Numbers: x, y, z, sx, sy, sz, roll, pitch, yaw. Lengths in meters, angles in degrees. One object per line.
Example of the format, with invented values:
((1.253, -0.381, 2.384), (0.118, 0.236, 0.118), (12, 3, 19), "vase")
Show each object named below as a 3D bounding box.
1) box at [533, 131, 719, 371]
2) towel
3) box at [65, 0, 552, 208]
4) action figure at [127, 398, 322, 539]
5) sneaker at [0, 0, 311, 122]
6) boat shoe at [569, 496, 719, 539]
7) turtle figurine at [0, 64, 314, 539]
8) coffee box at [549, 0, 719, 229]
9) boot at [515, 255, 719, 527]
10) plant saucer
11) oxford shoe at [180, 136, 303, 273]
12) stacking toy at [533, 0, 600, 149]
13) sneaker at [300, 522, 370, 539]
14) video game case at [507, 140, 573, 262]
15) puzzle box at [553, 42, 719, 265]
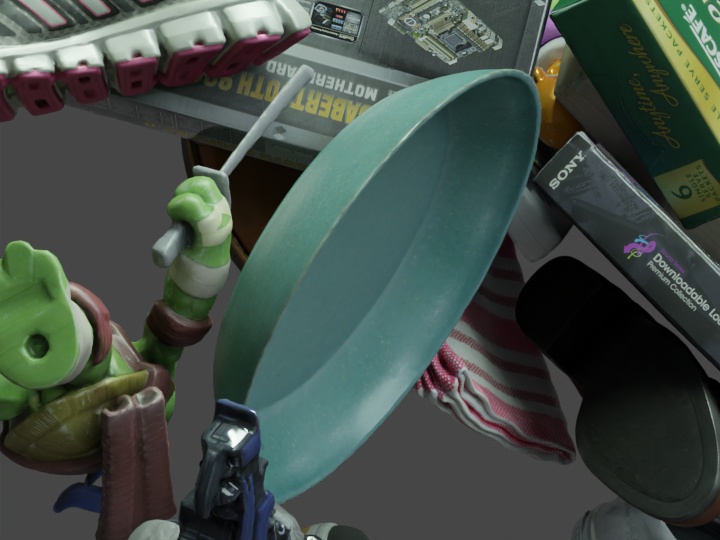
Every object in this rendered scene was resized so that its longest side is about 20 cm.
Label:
((0.155, 0.013, 1.145), (0.143, 0.036, 0.200), (46, 4, 17), "box")
((0.045, -0.014, 1.171), (0.146, 0.030, 0.201), (31, 41, -57), "towel")
((-0.016, -0.125, 1.094), (0.198, 0.048, 0.160), (15, 81, 1), "box")
((-0.087, 0.125, 0.878), (0.104, 0.201, 0.193), (26, 40, 30), "action figure")
((-0.124, -0.117, 1.030), (0.198, 0.074, 0.088), (-10, 81, -7), "sneaker")
((0.193, 0.157, 1.197), (0.199, 0.068, 0.072), (35, 44, -21), "boat shoe")
((-0.125, 0.000, 0.934), (0.194, 0.143, 0.202), (1, 103, -77), "turtle figurine")
((0.166, -0.123, 1.150), (0.123, 0.044, 0.200), (57, 39, -16), "coffee box")
((0.171, 0.096, 1.151), (0.200, 0.069, 0.188), (38, 4, -30), "boot")
((0.000, 0.000, 0.986), (0.036, 0.201, 0.200), (33, 37, 18), "plant saucer")
((-0.039, -0.068, 1.134), (0.071, 0.071, 0.201), (-6, 69, -47), "oxford shoe")
((0.112, -0.100, 1.218), (0.117, 0.109, 0.200), (64, 25, -14), "stacking toy")
((0.025, 0.161, 0.974), (0.200, 0.087, 0.076), (-111, -179, -60), "sneaker")
((0.044, -0.104, 1.218), (0.200, 0.023, 0.182), (53, 15, -1), "video game case")
((0.170, -0.074, 1.191), (0.200, 0.025, 0.134), (42, 46, -30), "puzzle box")
